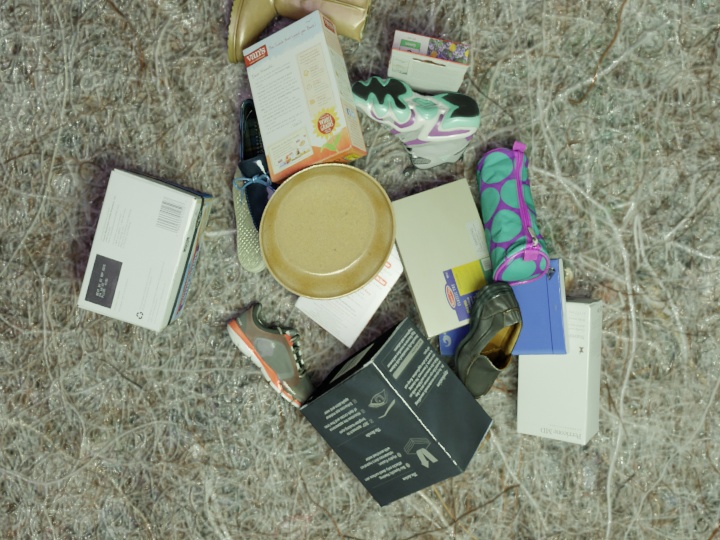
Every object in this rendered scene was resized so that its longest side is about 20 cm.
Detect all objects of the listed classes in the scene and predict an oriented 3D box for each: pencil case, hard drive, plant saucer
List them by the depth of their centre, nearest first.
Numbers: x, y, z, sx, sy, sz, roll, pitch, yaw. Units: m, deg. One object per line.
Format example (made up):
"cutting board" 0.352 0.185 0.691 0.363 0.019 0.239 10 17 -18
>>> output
"plant saucer" -0.047 -0.058 1.086 0.194 0.036 0.205 -5 115 -11
"pencil case" 0.216 -0.078 1.092 0.083 0.093 0.204 11 53 -21
"hard drive" 0.205 0.057 1.136 0.196 0.025 0.136 -4 92 32

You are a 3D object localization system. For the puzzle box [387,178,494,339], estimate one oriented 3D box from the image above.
"puzzle box" 0.123 -0.018 1.108 0.130 0.025 0.205 -17 81 -8

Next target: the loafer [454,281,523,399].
"loafer" 0.179 0.115 1.075 0.071 0.073 0.204 -8 131 -15

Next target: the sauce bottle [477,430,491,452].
"sauce bottle" 0.118 0.197 1.184 0.065 0.065 0.201 -42 93 5

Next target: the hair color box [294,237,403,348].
"hair color box" 0.000 0.000 1.168 0.110 0.064 0.202 35 97 0

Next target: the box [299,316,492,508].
"box" 0.049 0.210 1.116 0.201 0.117 0.196 50 134 -3

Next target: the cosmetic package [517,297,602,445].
"cosmetic package" 0.298 0.144 1.147 0.110 0.080 0.206 2 94 32

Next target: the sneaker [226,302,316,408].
"sneaker" -0.116 0.133 1.180 0.082 0.077 0.200 -43 94 -1

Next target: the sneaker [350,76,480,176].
"sneaker" 0.068 -0.197 1.127 0.194 0.079 0.142 13 139 -2

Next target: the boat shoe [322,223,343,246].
"boat shoe" -0.078 -0.130 1.132 0.072 0.065 0.205 -26 78 22

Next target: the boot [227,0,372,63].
"boot" -0.089 -0.374 1.133 0.194 0.066 0.180 14 96 -1

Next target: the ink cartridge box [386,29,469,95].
"ink cartridge box" 0.093 -0.292 1.066 0.106 0.200 0.052 12 91 0

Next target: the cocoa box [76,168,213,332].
"cocoa box" -0.314 -0.033 1.138 0.130 0.131 0.205 17 96 -1

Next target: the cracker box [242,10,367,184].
"cracker box" -0.079 -0.237 1.074 0.131 0.057 0.206 -18 79 24

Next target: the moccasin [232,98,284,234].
"moccasin" -0.153 -0.149 1.112 0.079 0.068 0.205 -17 76 14

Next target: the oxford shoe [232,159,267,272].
"oxford shoe" -0.154 -0.096 1.169 0.073 0.058 0.206 -4 81 22
